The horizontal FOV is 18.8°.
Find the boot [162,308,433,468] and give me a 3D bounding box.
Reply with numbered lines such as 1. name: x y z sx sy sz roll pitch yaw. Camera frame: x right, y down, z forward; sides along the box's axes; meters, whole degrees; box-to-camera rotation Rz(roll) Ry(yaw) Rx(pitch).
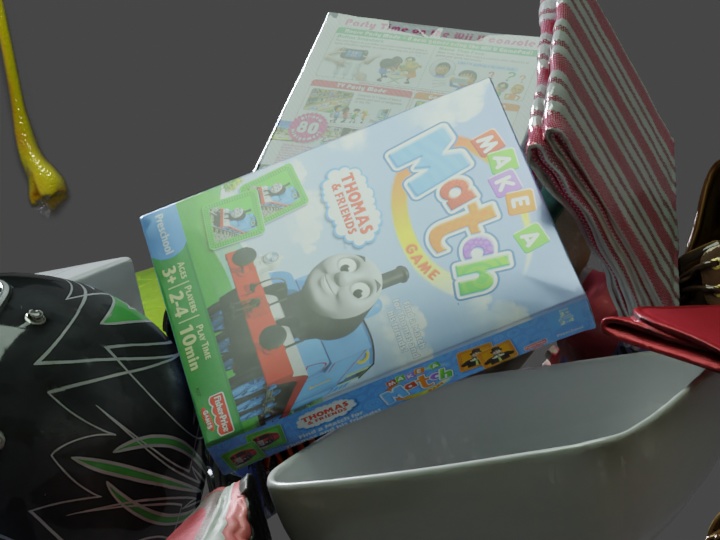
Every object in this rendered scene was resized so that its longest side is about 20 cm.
1. boot: -0.035 0.074 1.215 0.097 0.075 0.200 -13 42 -22

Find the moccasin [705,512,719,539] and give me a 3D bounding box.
1. moccasin: 0.184 0.096 0.855 0.201 0.078 0.074 -19 9 -39

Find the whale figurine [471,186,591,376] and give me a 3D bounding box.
1. whale figurine: 0.068 0.003 1.276 0.200 0.104 0.159 -52 -11 17

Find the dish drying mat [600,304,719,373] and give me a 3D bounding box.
1. dish drying mat: 0.201 0.032 1.069 0.077 0.018 0.200 19 11 36

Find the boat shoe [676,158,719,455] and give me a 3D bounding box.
1. boat shoe: 0.194 0.019 1.190 0.072 0.068 0.200 -29 28 44

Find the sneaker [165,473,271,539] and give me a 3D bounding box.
1. sneaker: -0.083 0.146 0.989 0.087 0.074 0.200 -14 7 4

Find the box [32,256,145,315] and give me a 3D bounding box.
1. box: -0.239 0.087 1.415 0.200 0.153 0.106 -10 7 23

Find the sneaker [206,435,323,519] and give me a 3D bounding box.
1. sneaker: -0.043 0.101 1.278 0.078 0.075 0.200 -8 10 12

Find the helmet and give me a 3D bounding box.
1. helmet: -0.172 0.092 1.113 0.190 0.200 0.200 7 18 34

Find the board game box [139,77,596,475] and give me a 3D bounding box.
1. board game box: 0.000 0.000 1.105 0.200 0.151 0.037 -22 -36 2

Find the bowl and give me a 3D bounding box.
1. bowl: 0.076 0.100 1.049 0.199 0.075 0.200 -9 9 27

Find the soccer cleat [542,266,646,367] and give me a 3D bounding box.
1. soccer cleat: 0.154 0.051 1.304 0.067 0.076 0.200 -51 -14 -7

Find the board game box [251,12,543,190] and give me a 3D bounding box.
1. board game box: 0.020 -0.046 1.204 0.147 0.064 0.200 10 55 21

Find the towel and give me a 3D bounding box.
1. towel: 0.128 -0.068 1.167 0.030 0.146 0.200 -21 31 21
